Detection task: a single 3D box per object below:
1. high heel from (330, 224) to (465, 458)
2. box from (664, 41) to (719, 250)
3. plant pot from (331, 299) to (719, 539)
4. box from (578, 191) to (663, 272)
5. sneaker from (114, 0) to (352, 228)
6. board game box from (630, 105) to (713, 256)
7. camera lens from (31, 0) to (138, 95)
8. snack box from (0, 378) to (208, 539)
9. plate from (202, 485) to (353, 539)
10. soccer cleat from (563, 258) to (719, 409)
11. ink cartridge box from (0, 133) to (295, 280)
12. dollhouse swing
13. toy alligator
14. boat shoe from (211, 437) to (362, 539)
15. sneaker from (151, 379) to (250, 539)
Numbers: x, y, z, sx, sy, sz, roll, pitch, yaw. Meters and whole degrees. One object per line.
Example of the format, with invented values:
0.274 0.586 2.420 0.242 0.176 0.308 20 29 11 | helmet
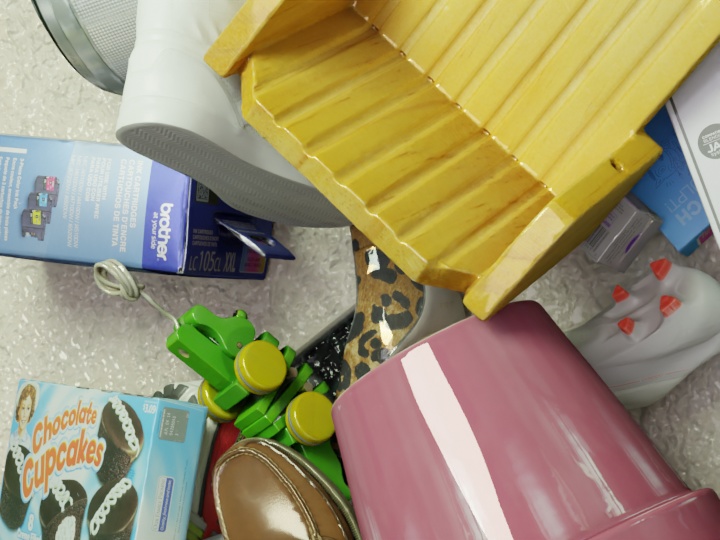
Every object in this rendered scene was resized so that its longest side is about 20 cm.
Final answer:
0.000 0.000 1.091 0.142 0.071 0.201 36 102 30 | high heel
0.221 -0.104 0.972 0.116 0.060 0.201 -20 81 17 | box
0.078 0.124 0.933 0.199 0.200 0.180 -31 76 15 | plant pot
0.092 -0.077 1.043 0.200 0.039 0.042 46 106 30 | box
-0.057 -0.099 0.998 0.073 0.200 0.116 -7 70 28 | sneaker
0.213 -0.131 1.030 0.200 0.040 0.153 -43 75 12 | board game box
-0.095 -0.204 1.076 0.199 0.160 0.161 -16 82 17 | camera lens
-0.163 0.130 1.083 0.199 0.037 0.117 0 79 57 | snack box
-0.004 0.222 1.021 0.199 0.032 0.201 -20 70 -7 | plate
0.128 0.061 1.038 0.199 0.078 0.070 -27 41 29 | soccer cleat
-0.139 -0.038 1.094 0.198 0.136 0.077 5 90 19 | ink cartridge box
0.070 -0.124 0.908 0.200 0.182 0.176 44 128 9 | dollhouse swing
-0.068 0.052 1.038 0.200 0.054 0.059 46 140 -7 | toy alligator
-0.029 0.177 0.972 0.072 0.068 0.201 -38 70 19 | boat shoe
-0.099 0.161 1.104 0.077 0.084 0.201 45 123 47 | sneaker
